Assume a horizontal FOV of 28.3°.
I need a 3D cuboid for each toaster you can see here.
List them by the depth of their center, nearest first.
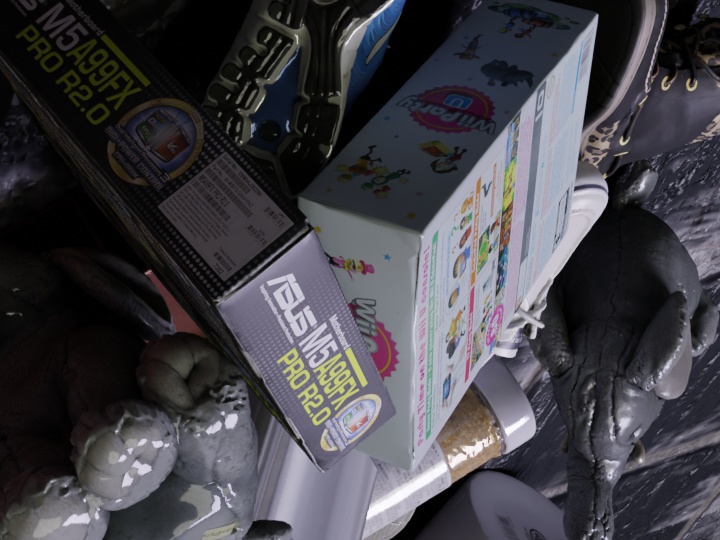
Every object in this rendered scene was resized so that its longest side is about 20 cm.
[{"bbox_3d":[-0.092,0.129,0.790,0.181,0.198,0.120,54,49,-60],"label":"toaster"}]

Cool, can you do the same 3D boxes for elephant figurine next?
[{"bbox_3d":[-0.134,0.037,0.602,0.141,0.200,0.156,-24,140,-30],"label":"elephant figurine"},{"bbox_3d":[0.170,0.057,0.956,0.141,0.155,0.200,-36,-169,31],"label":"elephant figurine"}]

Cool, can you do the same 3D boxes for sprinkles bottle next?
[{"bbox_3d":[0.025,0.135,0.997,0.199,0.068,0.068,-29,150,-14],"label":"sprinkles bottle"}]

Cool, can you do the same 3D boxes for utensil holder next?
[{"bbox_3d":[0.099,0.303,1.267,0.169,0.170,0.200,9,125,-52],"label":"utensil holder"}]

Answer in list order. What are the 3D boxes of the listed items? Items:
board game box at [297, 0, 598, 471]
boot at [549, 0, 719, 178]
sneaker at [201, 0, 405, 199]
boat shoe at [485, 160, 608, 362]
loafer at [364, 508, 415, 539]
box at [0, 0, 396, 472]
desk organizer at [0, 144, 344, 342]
[{"bbox_3d":[0.046,-0.025,0.703,0.200,0.064,0.148,-51,151,-43],"label":"board game box"},{"bbox_3d":[0.172,-0.120,0.846,0.150,0.073,0.201,-22,151,-23],"label":"boot"},{"bbox_3d":[-0.015,-0.129,0.646,0.201,0.078,0.089,-61,-175,13],"label":"sneaker"},{"bbox_3d":[0.084,0.018,0.865,0.071,0.070,0.200,11,136,-41],"label":"boat shoe"},{"bbox_3d":[-0.012,0.192,1.113,0.071,0.063,0.201,18,123,-16],"label":"loafer"},{"bbox_3d":[-0.075,-0.027,0.580,0.044,0.200,0.161,-39,150,-9],"label":"box"},{"bbox_3d":[-0.095,-0.009,0.718,0.199,0.072,0.077,-30,147,-13],"label":"desk organizer"}]
